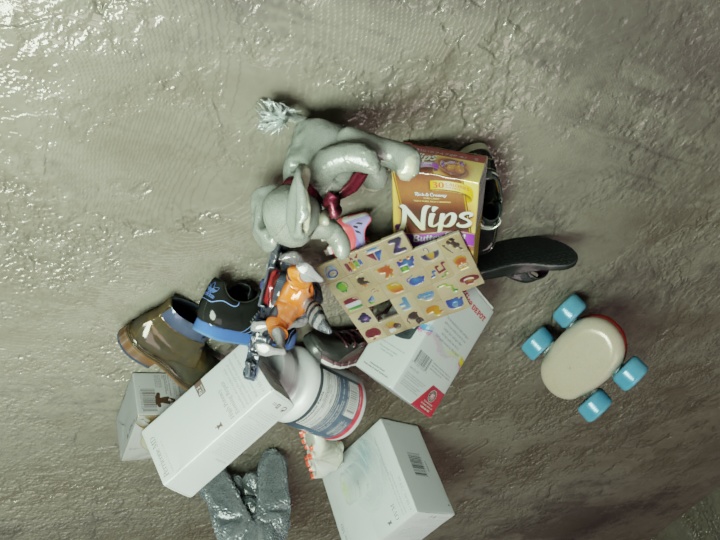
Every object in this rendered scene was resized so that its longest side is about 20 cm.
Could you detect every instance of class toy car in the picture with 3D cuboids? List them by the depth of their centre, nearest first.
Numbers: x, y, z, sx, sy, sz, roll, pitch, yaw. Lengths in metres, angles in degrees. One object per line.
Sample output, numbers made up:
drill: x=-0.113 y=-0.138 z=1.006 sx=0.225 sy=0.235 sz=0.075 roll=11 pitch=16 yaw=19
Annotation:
toy car: x=0.439 y=0.147 z=1.376 sx=0.178 sy=0.185 sz=0.199 roll=-52 pitch=162 yaw=29

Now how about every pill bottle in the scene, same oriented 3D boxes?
pill bottle: x=-0.091 y=0.188 z=1.146 sx=0.119 sy=0.121 sz=0.199 roll=-38 pitch=138 yaw=16

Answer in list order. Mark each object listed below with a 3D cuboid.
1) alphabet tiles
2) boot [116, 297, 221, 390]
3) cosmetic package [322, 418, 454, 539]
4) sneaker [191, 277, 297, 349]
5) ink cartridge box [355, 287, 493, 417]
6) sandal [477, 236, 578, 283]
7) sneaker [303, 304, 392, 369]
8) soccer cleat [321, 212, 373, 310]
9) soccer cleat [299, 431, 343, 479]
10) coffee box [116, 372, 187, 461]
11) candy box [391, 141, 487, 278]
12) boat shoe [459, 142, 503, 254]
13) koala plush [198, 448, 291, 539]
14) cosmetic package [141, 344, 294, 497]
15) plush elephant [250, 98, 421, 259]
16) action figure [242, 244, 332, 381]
alphabet tiles: x=0.062 y=0.016 z=0.992 sx=0.197 sy=0.008 sz=0.168 roll=-21 pitch=128 yaw=16
boot: x=-0.233 y=0.109 z=1.022 sx=0.096 sy=0.076 sz=0.199 roll=-37 pitch=137 yaw=19
cosmetic package: x=0.047 y=0.440 z=1.429 sx=0.122 sy=0.201 sz=0.200 roll=20 pitch=124 yaw=-41
sneaker: x=-0.149 y=0.062 z=1.021 sx=0.199 sy=0.069 sz=0.079 roll=17 pitch=95 yaw=-58
ink cartridge box: x=0.104 y=0.103 z=1.120 sx=0.202 sy=0.082 sz=0.146 roll=-57 pitch=139 yaw=-8
sandal: x=0.244 y=-0.011 z=1.141 sx=0.196 sy=0.076 sz=0.049 roll=-6 pitch=133 yaw=-9
sneaker: x=0.005 y=0.095 z=1.143 sx=0.198 sy=0.076 sz=0.116 roll=15 pitch=120 yaw=-49
soccer cleat: x=0.000 y=0.000 z=1.035 sx=0.075 sy=0.067 sz=0.202 roll=-26 pitch=138 yaw=-5
soccer cleat: x=-0.069 y=0.331 z=1.362 sx=0.076 sy=0.070 sz=0.202 roll=-20 pitch=148 yaw=-13
coffee box: x=-0.266 y=0.227 z=1.129 sx=0.197 sy=0.081 sz=0.115 roll=6 pitch=131 yaw=-32
candy box: x=0.104 y=-0.070 z=0.973 sx=0.114 sy=0.057 sz=0.202 roll=12 pitch=139 yaw=15
boat shoe: x=0.169 y=-0.084 z=1.027 sx=0.071 sy=0.068 sz=0.202 roll=-22 pitch=142 yaw=-6
koala plush: x=-0.209 y=0.470 z=1.370 sx=0.174 sy=0.187 sz=0.201 roll=-11 pitch=151 yaw=-15
cosmetic package: x=-0.201 y=0.209 z=1.016 sx=0.199 sy=0.102 sz=0.074 roll=-41 pitch=142 yaw=-1
plush elephant: x=-0.048 y=-0.086 z=0.828 sx=0.197 sy=0.164 sz=0.158 roll=19 pitch=85 yaw=-22
action figure: x=-0.090 y=0.062 z=0.935 sx=0.102 sy=0.194 sz=0.204 roll=15 pitch=97 yaw=-4
